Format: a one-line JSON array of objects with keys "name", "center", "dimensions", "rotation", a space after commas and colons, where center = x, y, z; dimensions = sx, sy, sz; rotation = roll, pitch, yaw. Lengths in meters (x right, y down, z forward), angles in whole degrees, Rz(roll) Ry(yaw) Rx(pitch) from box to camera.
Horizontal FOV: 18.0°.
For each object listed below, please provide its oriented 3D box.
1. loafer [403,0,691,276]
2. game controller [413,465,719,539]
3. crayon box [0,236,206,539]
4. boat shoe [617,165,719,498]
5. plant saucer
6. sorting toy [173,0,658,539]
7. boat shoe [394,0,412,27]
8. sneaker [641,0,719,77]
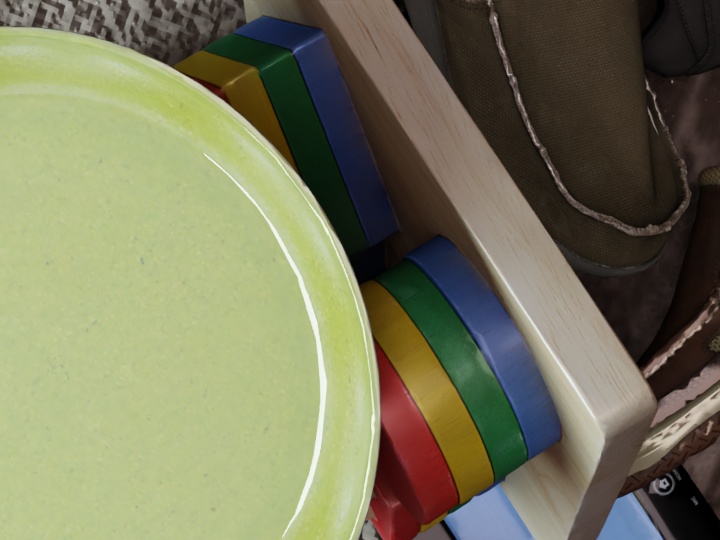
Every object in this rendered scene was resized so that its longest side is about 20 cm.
[{"name": "loafer", "center": [0.057, -0.092, 0.752], "dimensions": [0.069, 0.075, 0.201], "rotation": [-23, 98, 47]}, {"name": "game controller", "center": [0.075, 0.101, 0.826], "dimensions": [0.104, 0.042, 0.201], "rotation": [-34, 93, 6]}, {"name": "crayon box", "center": [-0.095, 0.028, 0.749], "dimensions": [0.058, 0.200, 0.173], "rotation": [-33, 92, 7]}, {"name": "boat shoe", "center": [0.140, -0.003, 0.798], "dimensions": [0.202, 0.075, 0.075], "rotation": [-37, 87, -10]}, {"name": "plant saucer", "center": [-0.090, 0.032, 0.630], "dimensions": [0.198, 0.031, 0.202], "rotation": [2, 100, 10]}, {"name": "sorting toy", "center": [0.000, 0.000, 0.713], "dimensions": [0.069, 0.199, 0.201], "rotation": [-30, 75, -9]}, {"name": "boat shoe", "center": [0.016, -0.097, 0.804], "dimensions": [0.068, 0.057, 0.201], "rotation": [-23, 94, 5]}, {"name": "sneaker", "center": [0.094, -0.160, 0.789], "dimensions": [0.090, 0.076, 0.201], "rotation": [-25, 91, 12]}]
